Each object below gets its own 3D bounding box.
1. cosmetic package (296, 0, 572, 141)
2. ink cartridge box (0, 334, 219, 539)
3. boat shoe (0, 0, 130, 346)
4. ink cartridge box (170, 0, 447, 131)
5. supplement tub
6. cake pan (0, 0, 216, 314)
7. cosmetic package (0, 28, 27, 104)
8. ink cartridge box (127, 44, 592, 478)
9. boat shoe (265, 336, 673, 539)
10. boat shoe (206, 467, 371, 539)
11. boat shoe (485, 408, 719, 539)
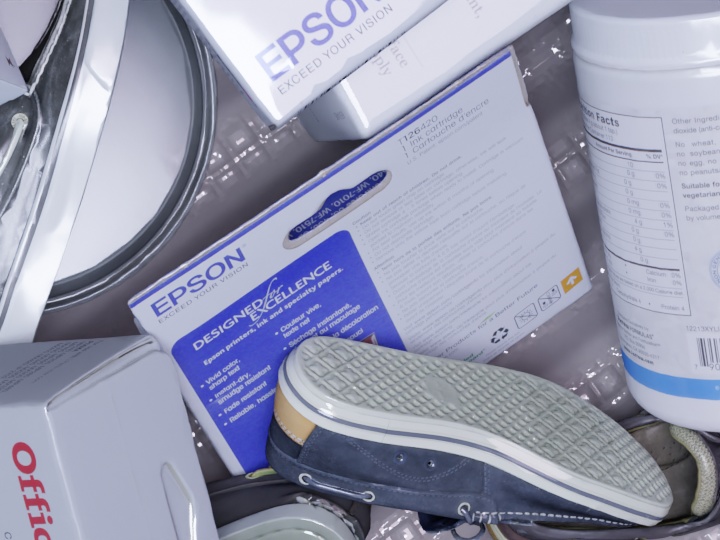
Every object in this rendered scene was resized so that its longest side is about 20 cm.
[{"bbox_3d":[0.026,-0.179,1.172,0.200,0.165,0.165,-34,97,-6],"label":"cosmetic package"},{"bbox_3d":[-0.167,0.112,1.125,0.199,0.083,0.146,-5,105,34],"label":"ink cartridge box"},{"bbox_3d":[-0.151,-0.055,1.157,0.063,0.071,0.201,17,91,-10],"label":"boat shoe"},{"bbox_3d":[-0.018,-0.194,1.062,0.196,0.043,0.200,-38,96,-5],"label":"ink cartridge box"},{"bbox_3d":[0.172,-0.040,1.194,0.131,0.132,0.201,-14,110,-8],"label":"supplement tub"},{"bbox_3d":[-0.164,-0.078,1.209,0.199,0.037,0.201,0,91,-9],"label":"cake pan"},{"bbox_3d":[-0.254,-0.135,1.141,0.150,0.052,0.201,-27,79,9],"label":"cosmetic package"},{"bbox_3d":[0.000,0.000,1.170,0.197,0.200,0.047,-34,53,-6],"label":"ink cartridge box"},{"bbox_3d":[0.048,0.083,1.172,0.199,0.075,0.062,14,122,-22],"label":"boat shoe"},{"bbox_3d":[-0.087,0.138,1.198,0.200,0.061,0.072,-14,114,20],"label":"boat shoe"},{"bbox_3d":[0.159,0.095,1.251,0.199,0.065,0.073,-20,94,-8],"label":"boat shoe"}]
